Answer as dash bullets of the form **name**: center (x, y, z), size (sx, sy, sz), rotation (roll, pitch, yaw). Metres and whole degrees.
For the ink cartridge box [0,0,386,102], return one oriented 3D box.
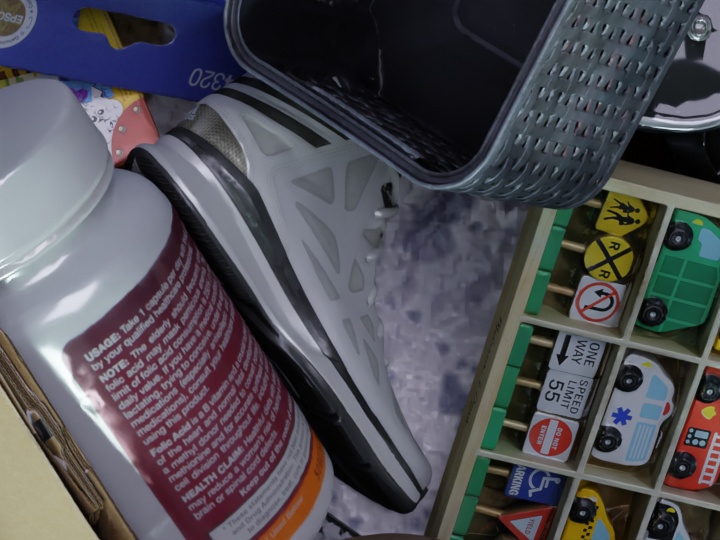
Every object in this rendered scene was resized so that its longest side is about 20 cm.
- **ink cartridge box**: center (-0.055, -0.153, 0.835), size (0.196, 0.043, 0.200), rotation (6, 113, -44)

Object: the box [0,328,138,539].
- **box**: center (-0.185, 0.091, 0.816), size (0.164, 0.200, 0.021), rotation (59, 32, -11)

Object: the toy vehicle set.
- **toy vehicle set**: center (0.110, 0.055, 0.907), size (0.124, 0.027, 0.200), rotation (13, 114, -8)

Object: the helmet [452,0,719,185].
- **helmet**: center (0.124, -0.131, 0.926), size (0.200, 0.200, 0.191), rotation (11, 78, -8)

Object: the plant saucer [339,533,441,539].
- **plant saucer**: center (-0.029, 0.175, 0.791), size (0.200, 0.200, 0.030), rotation (-40, 116, -16)

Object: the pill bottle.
- **pill bottle**: center (-0.103, 0.034, 0.845), size (0.114, 0.114, 0.200), rotation (-39, 118, -16)

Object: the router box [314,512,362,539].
- **router box**: center (0.010, 0.208, 0.902), size (0.200, 0.051, 0.149), rotation (35, 76, -2)

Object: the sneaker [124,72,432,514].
- **sneaker**: center (0.000, 0.000, 0.908), size (0.115, 0.076, 0.201), rotation (-40, 115, -19)

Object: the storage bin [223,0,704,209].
- **storage bin**: center (0.056, -0.137, 0.804), size (0.135, 0.094, 0.200), rotation (35, 105, 31)

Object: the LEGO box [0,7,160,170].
- **LEGO box**: center (-0.190, -0.106, 0.918), size (0.149, 0.077, 0.200), rotation (-23, 83, -14)
